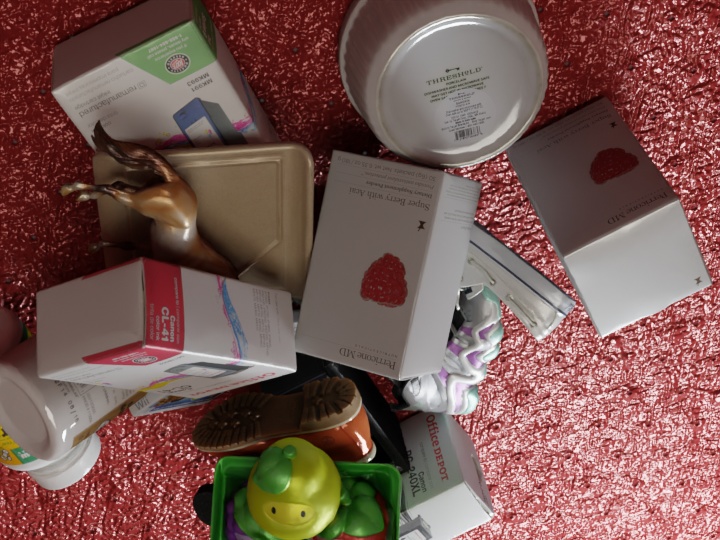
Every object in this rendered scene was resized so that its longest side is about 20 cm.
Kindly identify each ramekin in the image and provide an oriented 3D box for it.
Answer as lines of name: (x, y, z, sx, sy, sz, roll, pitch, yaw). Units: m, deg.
ramekin: (0.083, -0.191, 1.083, 0.200, 0.105, 0.200, -6, 127, -8)

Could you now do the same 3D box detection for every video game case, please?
video game case: (-0.137, 0.098, 1.238, 0.200, 0.018, 0.143, -34, 167, 22)

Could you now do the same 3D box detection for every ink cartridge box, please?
ink cartridge box: (0.045, 0.269, 1.389, 0.200, 0.145, 0.083, -29, 124, 11)
ink cartridge box: (-0.174, -0.143, 1.077, 0.145, 0.088, 0.200, -24, 130, 7)
ink cartridge box: (-0.176, 0.058, 1.059, 0.147, 0.086, 0.200, -18, 158, 34)

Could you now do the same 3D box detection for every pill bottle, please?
pill bottle: (-0.367, 0.144, 1.233, 0.113, 0.113, 0.200, -23, 127, 6)
pill bottle: (-0.268, 0.093, 1.162, 0.200, 0.114, 0.115, -37, 140, -40)

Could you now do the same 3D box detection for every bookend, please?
bookend: (-0.076, 0.183, 1.334, 0.198, 0.092, 0.200, -26, 125, 9)

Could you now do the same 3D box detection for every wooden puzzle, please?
wooden puzzle: (-0.146, -0.043, 1.090, 0.200, 0.037, 0.185, -2, 130, -6)

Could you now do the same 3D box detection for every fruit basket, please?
fruit basket: (-0.060, 0.250, 1.167, 0.215, 0.216, 0.156, 5, 81, -15)

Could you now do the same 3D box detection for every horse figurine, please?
horse figurine: (-0.188, -0.042, 1.029, 0.132, 0.050, 0.200, -3, 133, 3)

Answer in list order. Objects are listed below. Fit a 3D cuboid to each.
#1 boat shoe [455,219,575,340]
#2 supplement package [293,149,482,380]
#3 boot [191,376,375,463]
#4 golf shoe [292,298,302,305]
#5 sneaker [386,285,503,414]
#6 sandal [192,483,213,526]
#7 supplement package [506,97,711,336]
boat shoe: (0.121, 0.003, 1.200, 0.202, 0.075, 0.086, 39, 98, 6)
supplement package: (0.028, -0.006, 1.125, 0.121, 0.120, 0.200, 13, 95, 23)
boot: (-0.082, 0.186, 1.245, 0.200, 0.075, 0.107, -10, 130, 18)
golf shoe: (0.000, 0.000, 1.240, 0.200, 0.077, 0.088, 2, 105, -15)
sneaker: (0.078, 0.093, 1.301, 0.140, 0.078, 0.200, -3, 126, -18)
sandal: (-0.095, 0.272, 1.316, 0.200, 0.048, 0.075, 9, 124, 17)
supplement package: (0.244, -0.057, 1.145, 0.121, 0.200, 0.120, -27, 127, 8)
